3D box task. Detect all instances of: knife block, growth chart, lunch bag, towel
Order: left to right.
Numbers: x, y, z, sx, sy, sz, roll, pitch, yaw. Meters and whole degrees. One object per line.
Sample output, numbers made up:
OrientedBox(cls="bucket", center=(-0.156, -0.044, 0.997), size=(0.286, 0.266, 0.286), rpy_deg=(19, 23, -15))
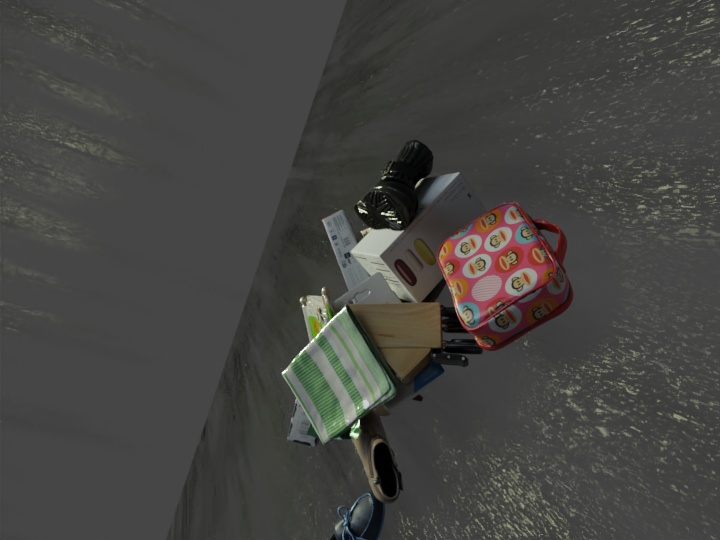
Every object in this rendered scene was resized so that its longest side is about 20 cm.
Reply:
OrientedBox(cls="growth chart", center=(-0.067, 0.107, 0.993), size=(0.199, 0.017, 0.149), rpy_deg=(163, 93, -71))
OrientedBox(cls="towel", center=(-0.038, 0.174, 0.901), size=(0.200, 0.023, 0.154), rpy_deg=(-45, 72, 36))
OrientedBox(cls="knife block", center=(0.097, 0.079, 0.886), size=(0.175, 0.200, 0.064), rpy_deg=(-44, -20, -5))
OrientedBox(cls="lunch bag", center=(0.206, -0.006, 0.794), size=(0.175, 0.082, 0.202), rpy_deg=(-35, 34, 20))

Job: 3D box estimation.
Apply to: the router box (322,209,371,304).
OrientedBox(cls="router box", center=(0.000, 0.000, 1.150), size=(0.179, 0.048, 0.204), rpy_deg=(45, -157, -72))

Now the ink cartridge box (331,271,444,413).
OrientedBox(cls="ink cartridge box", center=(0.043, 0.120, 0.955), size=(0.202, 0.114, 0.067), rpy_deg=(58, 180, 19))

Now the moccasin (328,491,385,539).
OrientedBox(cls="moccasin", center=(-0.018, 0.483, 1.024), size=(0.204, 0.067, 0.081), rpy_deg=(-66, 23, 21))

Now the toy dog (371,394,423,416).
OrientedBox(cls="toy dog", center=(0.065, 0.202, 1.064), size=(0.201, 0.094, 0.134), rpy_deg=(-80, 12, -64))

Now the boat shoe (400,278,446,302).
OrientedBox(cls="boat shoe", center=(0.097, 0.069, 1.048), size=(0.202, 0.071, 0.066), rpy_deg=(-54, -7, -21))

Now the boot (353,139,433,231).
OrientedBox(cls="boot", center=(0.076, -0.151, 0.962), size=(0.158, 0.080, 0.210), rpy_deg=(-45, 16, -11))

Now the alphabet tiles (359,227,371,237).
OrientedBox(cls="alphabet tiles", center=(0.023, -0.005, 1.259), size=(0.199, 0.007, 0.172), rpy_deg=(-16, 87, 58))

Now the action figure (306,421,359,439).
OrientedBox(cls="action figure", center=(-0.024, 0.202, 1.026), size=(0.116, 0.055, 0.203), rpy_deg=(-4, 48, 33))

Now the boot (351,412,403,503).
OrientedBox(cls="boot", center=(0.023, 0.301, 0.992), size=(0.146, 0.069, 0.204), rpy_deg=(120, 129, -77))

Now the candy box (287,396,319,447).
OrientedBox(cls="candy box", center=(-0.107, 0.293, 1.336), size=(0.168, 0.070, 0.206), rpy_deg=(76, -154, -83))

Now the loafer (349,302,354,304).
OrientedBox(cls="loafer", center=(-0.048, 0.127, 1.344), size=(0.200, 0.071, 0.073), rpy_deg=(143, 138, -66))

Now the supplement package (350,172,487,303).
OrientedBox(cls="supplement package", center=(0.106, -0.059, 0.999), size=(0.200, 0.111, 0.155), rpy_deg=(-46, 17, -10))
